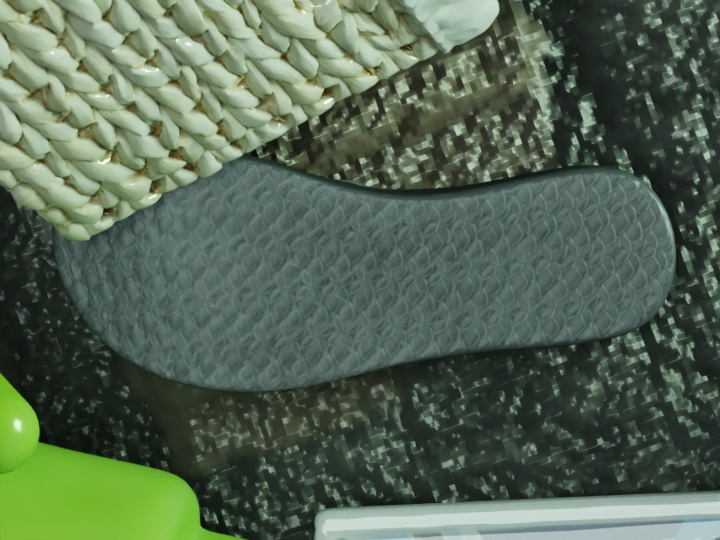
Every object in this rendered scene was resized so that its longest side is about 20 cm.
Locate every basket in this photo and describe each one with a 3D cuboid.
[{"bbox_3d":[-0.087,-0.139,0.836,0.161,0.198,0.200,-33,67,7],"label":"basket"}]

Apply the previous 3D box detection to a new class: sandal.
[{"bbox_3d":[0.000,0.001,0.923,0.200,0.043,0.076,2,96,-3],"label":"sandal"}]

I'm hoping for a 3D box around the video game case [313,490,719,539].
[{"bbox_3d":[0.088,0.163,0.914,0.200,0.023,0.183,-3,87,5],"label":"video game case"}]

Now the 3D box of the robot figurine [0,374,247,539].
[{"bbox_3d":[-0.124,0.108,0.886,0.200,0.116,0.176,12,107,5],"label":"robot figurine"}]
